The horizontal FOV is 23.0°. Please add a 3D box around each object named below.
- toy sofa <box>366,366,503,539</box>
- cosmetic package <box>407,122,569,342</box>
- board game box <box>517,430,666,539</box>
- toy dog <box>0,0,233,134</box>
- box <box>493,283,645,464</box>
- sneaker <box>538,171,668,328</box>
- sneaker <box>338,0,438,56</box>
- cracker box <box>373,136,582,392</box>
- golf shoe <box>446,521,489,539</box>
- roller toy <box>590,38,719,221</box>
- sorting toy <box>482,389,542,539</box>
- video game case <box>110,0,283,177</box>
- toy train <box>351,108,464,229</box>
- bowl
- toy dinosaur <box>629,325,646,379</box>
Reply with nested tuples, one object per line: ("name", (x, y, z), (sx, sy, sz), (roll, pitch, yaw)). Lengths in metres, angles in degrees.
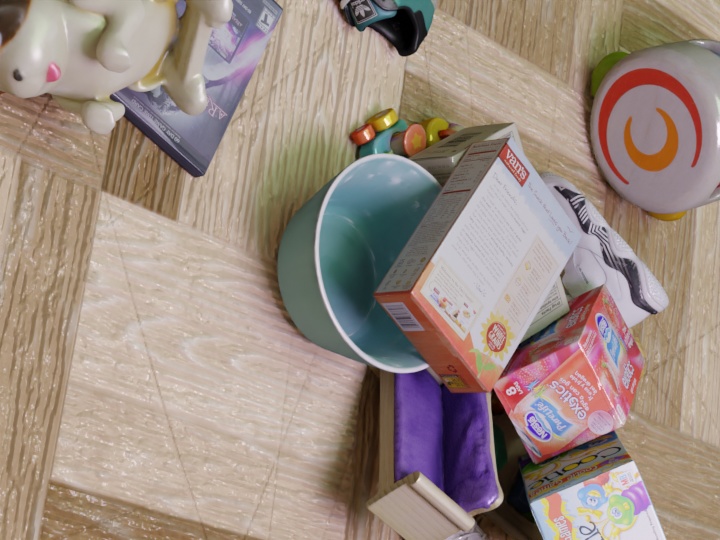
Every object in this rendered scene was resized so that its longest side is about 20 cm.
("toy sofa", (0.066, 0.149, 1.635), (0.083, 0.097, 0.201), (42, 29, -29))
("cosmetic package", (0.125, -0.033, 1.733), (0.103, 0.073, 0.202), (-28, 108, -39))
("board game box", (0.216, 0.223, 1.651), (0.200, 0.102, 0.106), (-71, 138, -84))
("toy dog", (-0.231, -0.204, 1.434), (0.199, 0.140, 0.195), (-19, 65, -37))
("box", (0.207, 0.099, 1.745), (0.095, 0.102, 0.200), (61, 21, -6))
("sneaker", (0.225, -0.006, 1.878), (0.200, 0.115, 0.075), (50, 4, 19))
("sneaker", (0.003, -0.286, 1.727), (0.199, 0.071, 0.081), (34, 55, -36))
("cracker box", (0.111, -0.006, 1.632), (0.134, 0.057, 0.201), (51, 57, -27))
("golf shoe", (0.102, 0.265, 1.702), (0.075, 0.091, 0.201), (-37, 104, -41))
("roller toy", (0.363, -0.160, 1.973), (0.139, 0.181, 0.202), (-16, 93, -45))
("sorting toy", (0.152, 0.169, 1.777), (0.185, 0.036, 0.201), (41, 43, -31))
("video game case", (-0.156, -0.206, 1.596), (0.143, 0.019, 0.201), (42, 55, -31))
("toy train", (0.074, -0.086, 1.768), (0.199, 0.055, 0.152), (12, 73, -42))
("bowl", (0.000, 0.000, 1.644), (0.199, 0.104, 0.203), (10, 75, -42))
("toy dinosaur", (0.279, 0.097, 1.929), (0.101, 0.058, 0.202), (35, 60, -35))
